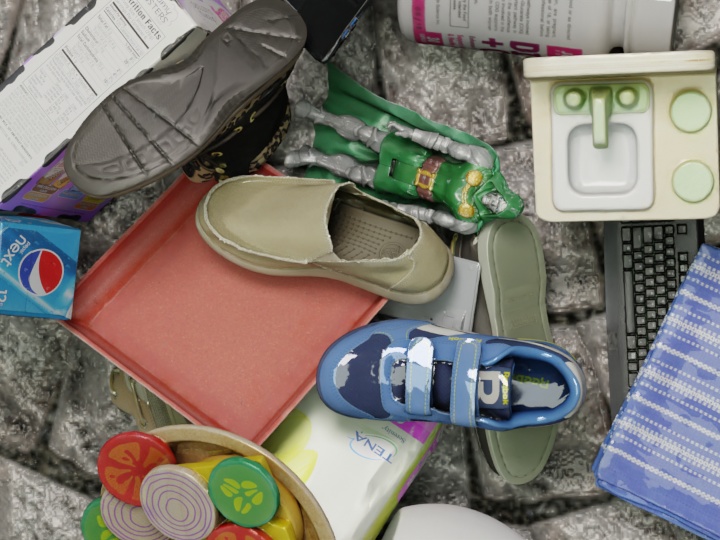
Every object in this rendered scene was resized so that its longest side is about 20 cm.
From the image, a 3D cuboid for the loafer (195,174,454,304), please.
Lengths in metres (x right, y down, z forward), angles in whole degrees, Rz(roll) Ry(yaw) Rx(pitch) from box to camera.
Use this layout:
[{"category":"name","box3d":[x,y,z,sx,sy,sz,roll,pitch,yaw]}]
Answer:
[{"category":"loafer","box3d":[-0.027,-0.034,1.408,0.198,0.068,0.076,12,61,13]}]

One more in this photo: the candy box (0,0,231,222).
[{"category":"candy box","box3d":[-0.186,-0.130,1.447,0.200,0.168,0.072,-41,79,9]}]

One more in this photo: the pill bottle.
[{"category":"pill bottle","box3d":[0.133,-0.212,1.411,0.198,0.113,0.115,8,95,11]}]

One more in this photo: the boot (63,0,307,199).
[{"category":"boot","box3d":[-0.122,-0.101,1.406,0.200,0.151,0.073,-42,78,-14]}]

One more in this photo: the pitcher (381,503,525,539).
[{"category":"pitcher","box3d":[0.094,0.276,1.452,0.199,0.121,0.173,25,111,-3]}]

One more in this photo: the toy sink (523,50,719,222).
[{"category":"toy sink","box3d":[0.188,-0.092,1.363,0.129,0.200,0.113,-2,93,10]}]

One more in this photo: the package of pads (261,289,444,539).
[{"category":"package of pads","box3d":[-0.038,0.140,1.453,0.154,0.068,0.201,33,74,7]}]

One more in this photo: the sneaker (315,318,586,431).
[{"category":"sneaker","box3d":[0.068,0.076,1.374,0.198,0.082,0.075,1,96,-8]}]

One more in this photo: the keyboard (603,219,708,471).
[{"category":"keyboard","box3d":[0.248,0.051,1.451,0.126,0.021,0.202,-3,93,11]}]

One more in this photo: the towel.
[{"category":"towel","box3d":[0.273,0.098,1.427,0.144,0.024,0.201,26,98,9]}]

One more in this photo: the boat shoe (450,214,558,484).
[{"category":"boat shoe","box3d":[0.105,0.058,1.459,0.071,0.060,0.203,-5,94,-34]}]

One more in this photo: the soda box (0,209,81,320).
[{"category":"soda box","box3d":[-0.271,-0.011,1.458,0.064,0.200,0.069,6,94,-26]}]

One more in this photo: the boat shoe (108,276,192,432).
[{"category":"boat shoe","box3d":[-0.166,0.090,1.509,0.064,0.072,0.201,-22,94,10]}]

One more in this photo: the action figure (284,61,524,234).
[{"category":"action figure","box3d":[0.036,-0.075,1.438,0.199,0.055,0.119,19,109,30]}]

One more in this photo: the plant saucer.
[{"category":"plant saucer","box3d":[-0.093,0.022,1.442,0.199,0.037,0.200,34,68,22]}]

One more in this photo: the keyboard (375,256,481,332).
[{"category":"keyboard","box3d":[0.000,0.000,1.469,0.199,0.011,0.057,15,98,28]}]

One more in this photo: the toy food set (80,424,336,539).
[{"category":"toy food set","box3d":[-0.108,0.196,1.373,0.198,0.049,0.199,-9,111,30]}]

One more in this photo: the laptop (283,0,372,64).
[{"category":"laptop","box3d":[-0.031,-0.282,1.397,0.103,0.177,0.201,31,102,-33]}]
